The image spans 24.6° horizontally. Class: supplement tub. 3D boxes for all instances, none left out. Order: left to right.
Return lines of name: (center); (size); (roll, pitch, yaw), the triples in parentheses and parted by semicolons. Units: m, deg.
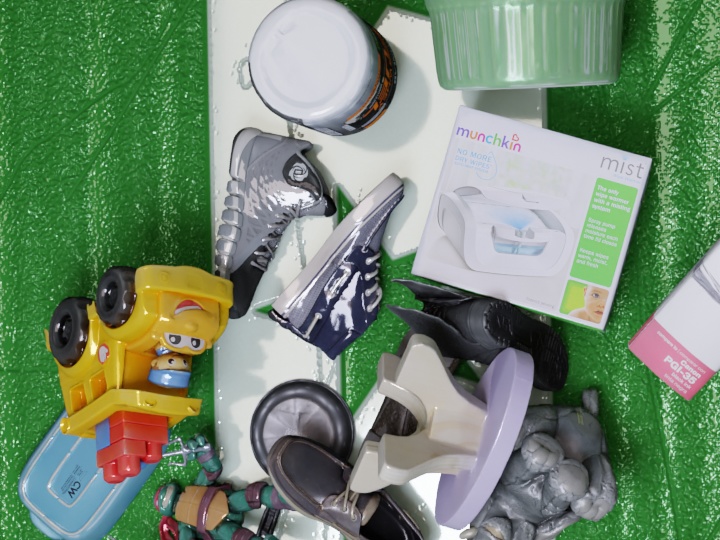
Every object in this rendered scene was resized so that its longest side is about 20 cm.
supplement tub: (-0.031, -0.198, 1.638); (0.121, 0.200, 0.124); (0, 91, 11)

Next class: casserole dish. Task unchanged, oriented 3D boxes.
casserole dish: (-0.291, 0.205, 1.772); (0.121, 0.039, 0.201); (38, 98, 9)

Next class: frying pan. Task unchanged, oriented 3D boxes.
frying pan: (-0.088, 0.199, 1.739); (0.115, 0.031, 0.190); (44, 95, 10)

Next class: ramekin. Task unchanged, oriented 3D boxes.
ramekin: (0.162, -0.227, 1.607); (0.198, 0.200, 0.099); (-1, 97, 11)

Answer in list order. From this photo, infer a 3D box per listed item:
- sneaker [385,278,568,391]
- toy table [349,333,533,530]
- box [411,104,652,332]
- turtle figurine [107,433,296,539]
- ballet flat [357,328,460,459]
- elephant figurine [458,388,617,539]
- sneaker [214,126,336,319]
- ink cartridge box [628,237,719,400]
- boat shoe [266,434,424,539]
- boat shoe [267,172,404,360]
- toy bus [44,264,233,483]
sneaker: (0.119, 0.065, 1.644); (0.104, 0.200, 0.060); (0, 66, 39)
toy table: (0.073, 0.149, 1.583); (0.116, 0.184, 0.201); (17, 109, -10)
box: (0.172, -0.050, 1.645); (0.199, 0.097, 0.178); (17, 90, 9)
turtle figurine: (-0.161, 0.246, 1.714); (0.199, 0.101, 0.151); (6, 85, 27)
ballet flat: (0.058, 0.128, 1.704); (0.067, 0.046, 0.201); (24, 89, 33)
elephant figurine: (0.156, 0.229, 1.646); (0.200, 0.154, 0.142); (-56, 43, 34)
sneaker: (-0.085, -0.045, 1.714); (0.114, 0.075, 0.202); (6, 90, 9)
ink cartridge box: (0.359, 0.007, 1.551); (0.083, 0.146, 0.200); (43, 127, 9)
boat shoe: (-0.006, 0.229, 1.659); (0.200, 0.073, 0.075); (39, 63, -23)
boat shoe: (0.000, 0.000, 1.704); (0.093, 0.075, 0.200); (41, 105, 2)
toy bus: (-0.218, 0.108, 1.651); (0.200, 0.135, 0.193); (-32, 56, 42)
